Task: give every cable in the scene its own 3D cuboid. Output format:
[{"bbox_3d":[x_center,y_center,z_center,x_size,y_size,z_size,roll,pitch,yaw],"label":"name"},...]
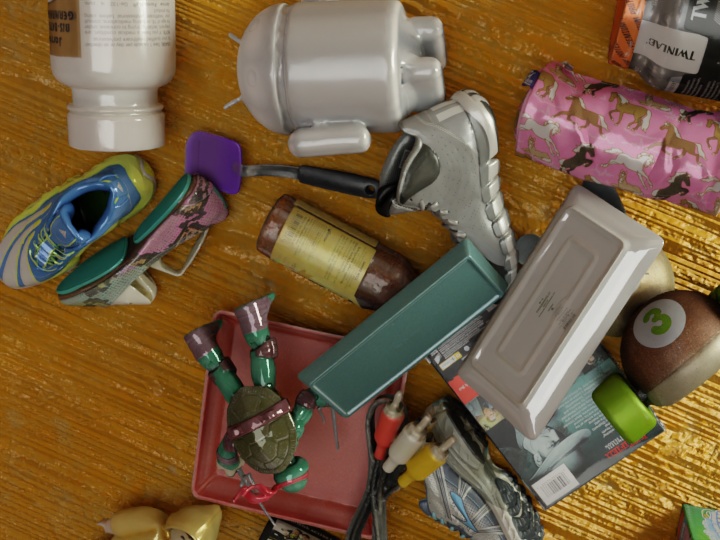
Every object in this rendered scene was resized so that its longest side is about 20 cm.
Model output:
[{"bbox_3d":[0.015,0.200,1.017,0.097,0.050,0.202,39,114,24],"label":"cable"}]

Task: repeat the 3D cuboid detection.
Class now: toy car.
[{"bbox_3d":[0.233,0.018,0.935,0.164,0.158,0.201,-40,78,8],"label":"toy car"}]

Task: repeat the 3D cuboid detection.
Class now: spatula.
[{"bbox_3d":[-0.074,-0.093,1.015,0.196,0.021,0.057,9,117,5],"label":"spatula"}]

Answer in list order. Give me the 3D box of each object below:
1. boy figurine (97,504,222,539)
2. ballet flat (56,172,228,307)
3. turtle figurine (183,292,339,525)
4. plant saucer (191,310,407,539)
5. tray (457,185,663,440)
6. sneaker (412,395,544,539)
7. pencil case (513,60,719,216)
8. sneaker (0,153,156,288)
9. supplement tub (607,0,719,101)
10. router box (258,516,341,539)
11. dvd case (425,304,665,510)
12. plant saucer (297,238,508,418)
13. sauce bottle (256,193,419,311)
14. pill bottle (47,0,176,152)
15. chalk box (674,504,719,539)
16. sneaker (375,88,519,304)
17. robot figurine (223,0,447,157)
[{"bbox_3d":[-0.217,0.301,1.107,0.198,0.064,0.126,-27,98,24],"label":"boy figurine"},{"bbox_3d":[-0.207,-0.012,1.042,0.199,0.069,0.071,-38,117,16],"label":"ballet flat"},{"bbox_3d":[-0.085,0.133,1.000,0.148,0.101,0.203,-24,89,3],"label":"turtle figurine"},{"bbox_3d":[-0.060,0.149,1.066,0.196,0.037,0.204,11,106,7],"label":"plant saucer"},{"bbox_3d":[0.162,0.032,0.913,0.107,0.022,0.202,40,102,41],"label":"tray"},{"bbox_3d":[0.108,0.224,1.044,0.086,0.077,0.202,-33,87,22],"label":"sneaker"},{"bbox_3d":[0.230,-0.114,0.915,0.197,0.083,0.088,20,128,14],"label":"pencil case"},{"bbox_3d":[-0.289,-0.042,1.021,0.199,0.105,0.076,-36,96,15],"label":"sneaker"},{"bbox_3d":[0.309,-0.199,0.874,0.196,0.123,0.125,11,105,6],"label":"supplement tub"},{"bbox_3d":[-0.021,0.325,1.043,0.197,0.149,0.052,26,106,3],"label":"router box"},{"bbox_3d":[0.174,0.112,1.025,0.145,0.022,0.201,-38,94,16],"label":"dvd case"},{"bbox_3d":[0.038,0.058,0.954,0.199,0.019,0.070,-39,121,13],"label":"plant saucer"},{"bbox_3d":[0.000,0.000,1.004,0.198,0.066,0.067,29,107,3],"label":"sauce bottle"},{"bbox_3d":[-0.223,-0.214,0.963,0.112,0.114,0.204,3,104,9],"label":"pill bottle"},{"bbox_3d":[0.348,0.306,0.992,0.196,0.124,0.127,10,106,8],"label":"chalk box"},{"bbox_3d":[0.069,-0.050,0.947,0.114,0.075,0.203,-20,114,-14],"label":"sneaker"},{"bbox_3d":[-0.024,-0.177,0.939,0.196,0.113,0.172,1,64,9],"label":"robot figurine"}]
